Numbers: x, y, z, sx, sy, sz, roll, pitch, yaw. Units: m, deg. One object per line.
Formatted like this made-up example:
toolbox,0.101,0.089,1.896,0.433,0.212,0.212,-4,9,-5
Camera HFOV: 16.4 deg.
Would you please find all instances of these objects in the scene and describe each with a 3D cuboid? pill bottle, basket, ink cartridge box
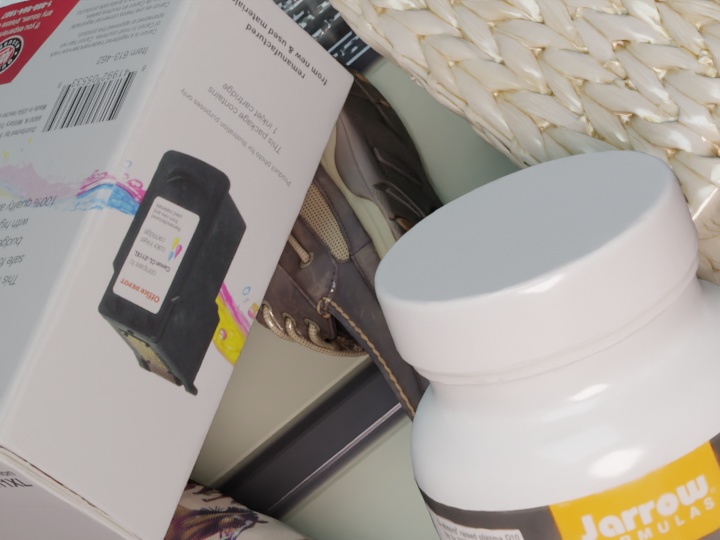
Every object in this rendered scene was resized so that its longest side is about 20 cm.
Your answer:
pill bottle,0.083,0.074,0.757,0.116,0.201,0.117,-20,20,8
basket,0.104,-0.075,0.869,0.124,0.135,0.200,-51,53,5
ink cartridge box,-0.108,-0.002,0.909,0.145,0.083,0.201,-5,55,47

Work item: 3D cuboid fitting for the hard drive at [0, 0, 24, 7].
hard drive,-0.135,-0.119,1.048,0.131,0.026,0.201,-32,78,14

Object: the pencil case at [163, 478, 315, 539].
pencil case,-0.016,0.141,0.871,0.199,0.090,0.078,22,43,35

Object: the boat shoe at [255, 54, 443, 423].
boat shoe,0.000,0.000,0.940,0.073,0.074,0.201,-43,44,18
